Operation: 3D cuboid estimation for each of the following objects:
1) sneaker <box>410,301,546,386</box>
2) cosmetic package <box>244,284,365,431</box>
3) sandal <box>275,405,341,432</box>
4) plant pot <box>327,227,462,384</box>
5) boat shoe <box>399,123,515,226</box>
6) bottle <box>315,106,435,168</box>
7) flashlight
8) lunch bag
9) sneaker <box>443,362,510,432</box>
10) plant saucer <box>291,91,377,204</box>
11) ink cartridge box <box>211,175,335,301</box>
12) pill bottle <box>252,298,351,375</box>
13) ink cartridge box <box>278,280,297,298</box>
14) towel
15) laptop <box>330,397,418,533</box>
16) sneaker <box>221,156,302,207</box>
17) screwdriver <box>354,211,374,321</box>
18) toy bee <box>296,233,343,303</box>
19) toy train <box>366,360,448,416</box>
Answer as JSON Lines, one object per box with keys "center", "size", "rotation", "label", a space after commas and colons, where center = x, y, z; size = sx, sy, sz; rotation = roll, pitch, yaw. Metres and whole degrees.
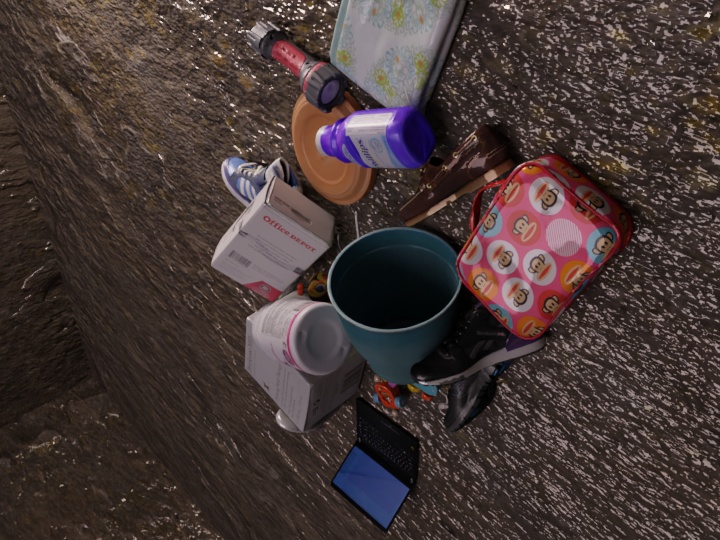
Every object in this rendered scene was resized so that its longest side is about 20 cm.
{"center": [0.155, 0.092, 0.817], "size": [0.076, 0.197, 0.089], "rotation": [-142, 32, -80], "label": "sneaker"}
{"center": [-0.113, 0.176, 1.192], "size": [0.199, 0.165, 0.169], "rotation": [40, 140, 26], "label": "cosmetic package"}
{"center": [-0.107, 0.314, 1.251], "size": [0.082, 0.201, 0.050], "rotation": [36, 112, 26], "label": "sandal"}
{"center": [0.061, 0.070, 0.906], "size": [0.199, 0.200, 0.190], "rotation": [31, 150, 33], "label": "plant pot"}
{"center": [0.118, -0.127, 0.796], "size": [0.199, 0.070, 0.071], "rotation": [-31, 96, 45], "label": "boat shoe"}
{"center": [0.012, -0.188, 0.835], "size": [0.198, 0.066, 0.084], "rotation": [12, 154, 47], "label": "bottle"}
{"center": [-0.105, -0.325, 0.913], "size": [0.200, 0.068, 0.068], "rotation": [43, 168, 25], "label": "flashlight"}
{"center": [0.208, -0.035, 0.719], "size": [0.176, 0.081, 0.201], "rotation": [45, 131, 18], "label": "lunch bag"}
{"center": [0.174, 0.178, 0.938], "size": [0.082, 0.073, 0.202], "rotation": [41, 129, 29], "label": "sneaker"}
{"center": [-0.051, -0.206, 0.976], "size": [0.199, 0.032, 0.203], "rotation": [28, 132, 36], "label": "plant saucer"}
{"center": [-0.160, -0.054, 1.070], "size": [0.145, 0.086, 0.200], "rotation": [33, 131, -23], "label": "ink cartridge box"}
{"center": [-0.107, 0.107, 0.996], "size": [0.199, 0.112, 0.115], "rotation": [1, 115, 59], "label": "pill bottle"}
{"center": [-0.198, -0.059, 1.238], "size": [0.201, 0.048, 0.146], "rotation": [49, 143, 11], "label": "ink cartridge box"}
{"center": [0.042, -0.321, 0.775], "size": [0.171, 0.048, 0.201], "rotation": [45, 141, 21], "label": "towel"}
{"center": [0.024, 0.411, 1.238], "size": [0.176, 0.103, 0.203], "rotation": [28, 133, 36], "label": "laptop"}
{"center": [-0.183, -0.183, 1.119], "size": [0.201, 0.080, 0.147], "rotation": [53, 135, 16], "label": "sneaker"}
{"center": [0.000, 0.000, 0.966], "size": [0.028, 0.029, 0.203], "rotation": [32, 138, 55], "label": "screwdriver"}
{"center": [-0.059, 0.041, 1.086], "size": [0.131, 0.107, 0.203], "rotation": [-61, -43, -81], "label": "toy bee"}
{"center": [0.092, 0.205, 1.067], "size": [0.198, 0.056, 0.151], "rotation": [-4, 124, 47], "label": "toy train"}
